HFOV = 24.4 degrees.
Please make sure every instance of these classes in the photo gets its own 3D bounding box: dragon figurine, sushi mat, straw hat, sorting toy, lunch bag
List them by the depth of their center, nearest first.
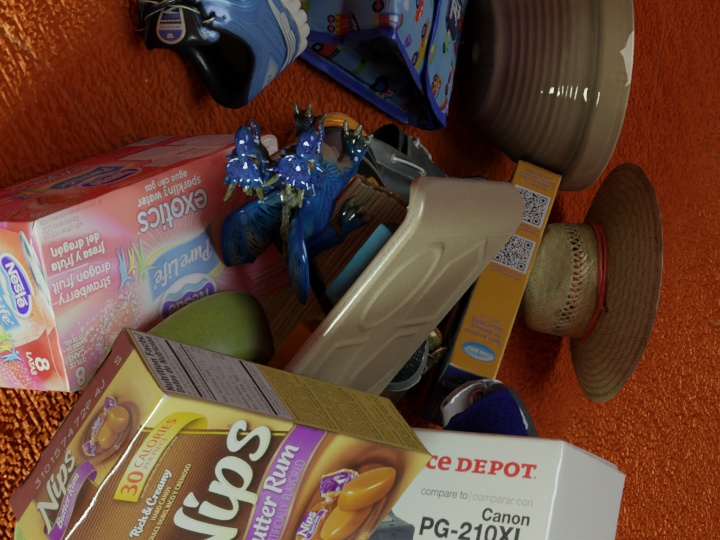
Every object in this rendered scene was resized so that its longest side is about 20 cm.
[{"bbox_3d":[-0.040,-0.023,0.920,0.100,0.059,0.201,-52,161,-40],"label":"dragon figurine"},{"bbox_3d":[0.008,0.028,0.981,0.201,0.036,0.185,-56,163,15],"label":"sorting toy"},{"bbox_3d":[-0.029,0.035,1.046,0.095,0.012,0.200,28,108,-36],"label":"sushi mat"},{"bbox_3d":[0.029,-0.198,1.188,0.200,0.093,0.152,33,63,-63],"label":"lunch bag"},{"bbox_3d":[0.168,0.008,1.356,0.084,0.201,0.203,6,85,-12],"label":"straw hat"}]

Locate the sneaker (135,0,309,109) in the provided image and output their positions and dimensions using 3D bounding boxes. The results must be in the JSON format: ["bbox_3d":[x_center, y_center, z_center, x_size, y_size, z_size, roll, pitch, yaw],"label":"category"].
[{"bbox_3d":[-0.099,-0.180,1.002,0.201,0.078,0.090,59,45,-37],"label":"sneaker"}]

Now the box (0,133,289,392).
[{"bbox_3d":[-0.136,-0.010,0.935,0.200,0.102,0.096,-27,112,-51],"label":"box"}]

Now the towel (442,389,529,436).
[{"bbox_3d":[0.081,0.195,1.056,0.049,0.148,0.201,2,48,-28],"label":"towel"}]

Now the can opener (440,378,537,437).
[{"bbox_3d":[0.095,0.172,1.167,0.053,0.067,0.202,-18,112,-28],"label":"can opener"}]

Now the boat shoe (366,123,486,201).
[{"bbox_3d":[0.032,-0.070,1.190,0.199,0.071,0.068,3,89,-51],"label":"boat shoe"}]

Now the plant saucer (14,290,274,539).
[{"bbox_3d":[-0.111,0.103,0.942,0.200,0.031,0.201,-44,157,-24],"label":"plant saucer"}]

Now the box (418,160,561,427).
[{"bbox_3d":[0.093,0.031,1.250,0.119,0.041,0.201,110,3,-64],"label":"box"}]

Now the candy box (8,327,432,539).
[{"bbox_3d":[-0.069,0.109,0.872,0.199,0.057,0.117,19,114,-44],"label":"candy box"}]

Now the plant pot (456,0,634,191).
[{"bbox_3d":[0.130,-0.162,1.270,0.092,0.201,0.203,2,89,-12],"label":"plant pot"}]

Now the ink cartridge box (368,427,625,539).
[{"bbox_3d":[0.059,0.197,0.964,0.084,0.144,0.202,31,66,-48],"label":"ink cartridge box"}]

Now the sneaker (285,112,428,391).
[{"bbox_3d":[0.000,0.000,1.088,0.078,0.077,0.201,-23,118,-4],"label":"sneaker"}]

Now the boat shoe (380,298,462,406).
[{"bbox_3d":[0.025,0.044,1.185,0.072,0.068,0.201,50,53,-42],"label":"boat shoe"}]
